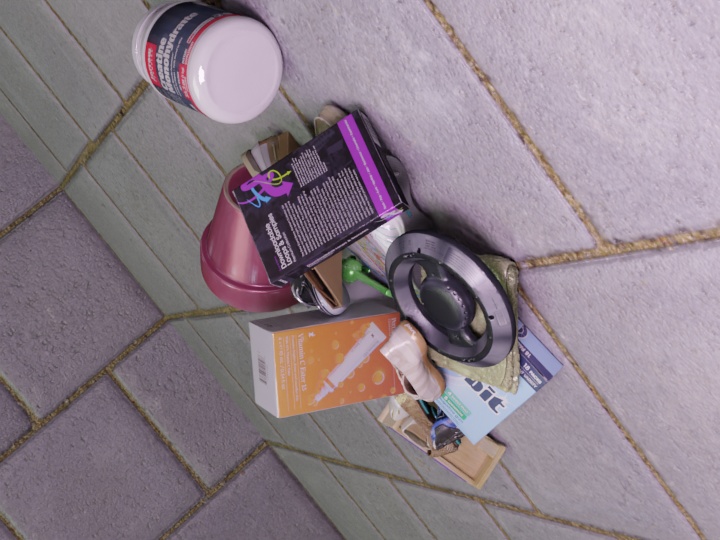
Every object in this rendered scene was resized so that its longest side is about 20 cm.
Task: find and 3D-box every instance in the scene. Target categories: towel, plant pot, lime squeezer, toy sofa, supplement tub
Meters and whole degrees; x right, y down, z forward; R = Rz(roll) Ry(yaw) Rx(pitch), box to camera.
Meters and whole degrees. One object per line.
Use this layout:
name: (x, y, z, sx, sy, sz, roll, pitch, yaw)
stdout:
towel: (0.140, 0.057, 1.516, 0.148, 0.036, 0.201, 19, 129, 35)
plant pot: (-0.154, -0.066, 1.867, 0.200, 0.200, 0.180, 40, 144, 26)
lime squeezer: (0.000, 0.000, 1.764, 0.070, 0.038, 0.200, 8, -172, -10)
toy sofa: (0.127, 0.262, 1.920, 0.200, 0.083, 0.098, 37, 171, -19)
supplement tub: (-0.209, -0.285, 1.599, 0.200, 0.140, 0.141, 28, 153, 48)

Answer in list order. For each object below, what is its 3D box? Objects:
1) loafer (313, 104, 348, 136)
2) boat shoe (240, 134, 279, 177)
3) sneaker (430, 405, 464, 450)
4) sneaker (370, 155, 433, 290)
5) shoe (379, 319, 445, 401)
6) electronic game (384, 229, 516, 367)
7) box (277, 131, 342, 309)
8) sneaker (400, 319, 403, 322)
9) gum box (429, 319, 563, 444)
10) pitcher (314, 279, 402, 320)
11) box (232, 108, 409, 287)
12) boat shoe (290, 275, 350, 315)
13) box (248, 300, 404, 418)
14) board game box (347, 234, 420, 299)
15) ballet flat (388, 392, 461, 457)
loafer: (-0.030, -0.122, 1.580, 0.076, 0.068, 0.201, 27, 138, 47)
boat shoe: (-0.099, -0.116, 1.736, 0.200, 0.068, 0.075, 55, -172, 21)
sneaker: (0.134, 0.199, 1.760, 0.089, 0.078, 0.200, 58, -161, -2)
sneaker: (0.040, -0.063, 1.556, 0.080, 0.070, 0.201, 3, 127, 42)
shoe: (0.065, 0.130, 1.572, 0.070, 0.053, 0.200, 39, 166, 29)
electronic game: (0.109, 0.036, 1.469, 0.199, 0.042, 0.201, 33, 145, 27)
box: (-0.068, -0.070, 1.636, 0.164, 0.021, 0.201, 53, -156, -42)
sneaker: (0.135, 0.126, 1.723, 0.200, 0.077, 0.078, 40, 159, 23)
gum box: (0.155, 0.123, 1.610, 0.170, 0.044, 0.200, 47, 140, 8)
pitcher: (0.025, 0.097, 1.880, 0.200, 0.121, 0.172, 38, 171, -2)
box: (-0.052, -0.089, 1.482, 0.036, 0.199, 0.144, 28, -145, -63)
boat shoe: (-0.066, 0.024, 1.738, 0.072, 0.071, 0.200, 51, -173, -21)
box: (-0.048, 0.125, 1.701, 0.097, 0.199, 0.125, 17, 113, 63)
board game box: (0.053, -0.019, 1.691, 0.200, 0.034, 0.135, 42, 161, 24)
ballet flat: (0.082, 0.218, 1.796, 0.200, 0.065, 0.071, 54, -170, -29)
